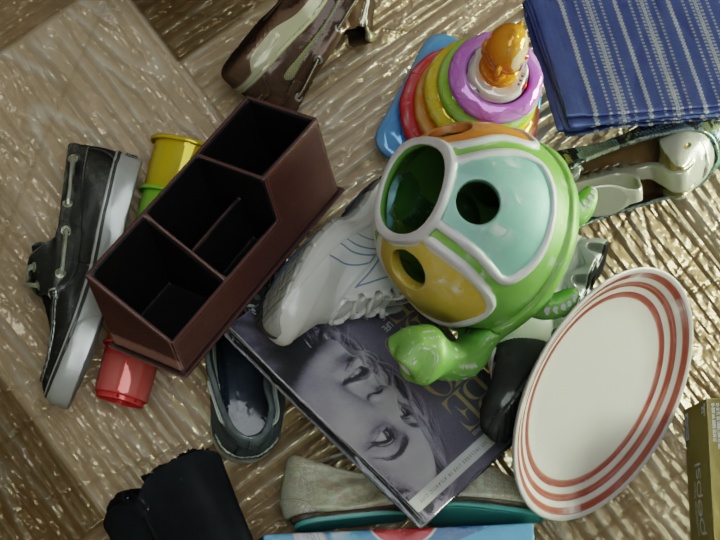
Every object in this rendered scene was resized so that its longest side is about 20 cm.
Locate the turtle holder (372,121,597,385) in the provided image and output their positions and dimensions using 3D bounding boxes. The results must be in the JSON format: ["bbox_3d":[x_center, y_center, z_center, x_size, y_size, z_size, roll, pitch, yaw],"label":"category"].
[{"bbox_3d":[0.067,-0.019,1.630,0.132,0.141,0.186,26,101,-44],"label":"turtle holder"}]

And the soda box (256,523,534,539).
[{"bbox_3d":[0.025,0.223,1.678,0.200,0.064,0.068,-1,79,-9],"label":"soda box"}]

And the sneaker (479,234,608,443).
[{"bbox_3d":[0.111,0.043,1.712,0.088,0.074,0.200,20,49,10],"label":"sneaker"}]

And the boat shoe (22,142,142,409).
[{"bbox_3d":[-0.212,0.003,1.687,0.064,0.071,0.200,14,69,-6],"label":"boat shoe"}]

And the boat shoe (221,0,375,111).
[{"bbox_3d":[-0.018,-0.200,1.759,0.075,0.075,0.202,41,82,-13],"label":"boat shoe"}]

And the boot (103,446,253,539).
[{"bbox_3d":[-0.137,0.243,1.642,0.200,0.076,0.168,-47,57,21],"label":"boot"}]

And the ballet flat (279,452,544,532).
[{"bbox_3d":[0.041,0.156,1.694,0.200,0.067,0.062,0,71,-9],"label":"ballet flat"}]

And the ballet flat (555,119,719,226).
[{"bbox_3d":[0.211,-0.070,1.752,0.200,0.074,0.074,-19,82,-16],"label":"ballet flat"}]

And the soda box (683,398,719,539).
[{"bbox_3d":[0.286,0.197,1.722,0.068,0.064,0.200,0,79,-9],"label":"soda box"}]

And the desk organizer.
[{"bbox_3d":[-0.103,-0.027,1.644,0.072,0.077,0.200,20,56,31],"label":"desk organizer"}]

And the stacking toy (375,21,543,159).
[{"bbox_3d":[0.093,-0.136,1.689,0.110,0.200,0.116,28,72,-2],"label":"stacking toy"}]

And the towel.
[{"bbox_3d":[0.234,-0.166,1.783,0.200,0.024,0.145,-5,51,-10],"label":"towel"}]

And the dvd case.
[{"bbox_3d":[0.017,0.078,1.682,0.200,0.016,0.149,44,46,9],"label":"dvd case"}]

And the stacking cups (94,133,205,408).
[{"bbox_3d":[-0.147,0.003,1.702,0.060,0.061,0.200,13,80,-6],"label":"stacking cups"}]

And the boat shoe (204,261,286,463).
[{"bbox_3d":[-0.084,0.039,1.698,0.073,0.062,0.200,0,78,-6],"label":"boat shoe"}]

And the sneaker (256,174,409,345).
[{"bbox_3d":[0.000,0.000,1.679,0.087,0.075,0.200,46,47,2],"label":"sneaker"}]

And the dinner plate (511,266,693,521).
[{"bbox_3d":[0.173,0.088,1.685,0.024,0.200,0.200,29,72,39],"label":"dinner plate"}]
